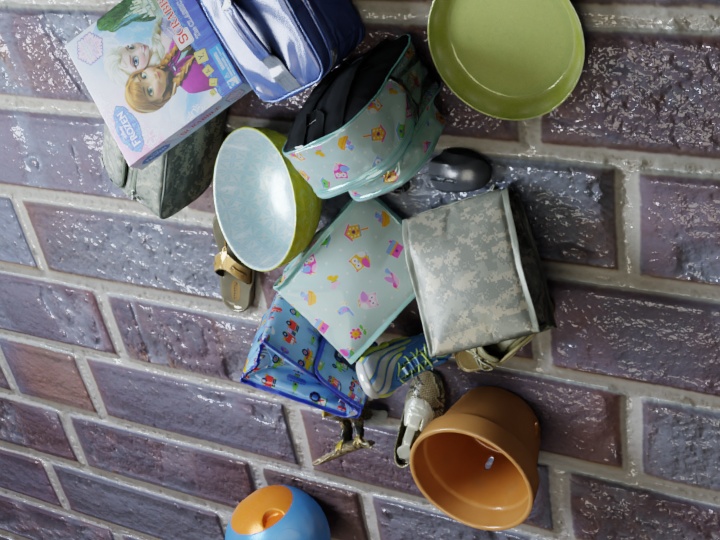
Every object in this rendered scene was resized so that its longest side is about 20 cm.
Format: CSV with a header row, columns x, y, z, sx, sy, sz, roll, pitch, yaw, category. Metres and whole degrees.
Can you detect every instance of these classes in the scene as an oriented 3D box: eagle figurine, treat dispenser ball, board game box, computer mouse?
x,y,z,sx,sy,sz,roll,pitch,yaw,category
-0.040,0.202,1.706,0.151,0.150,0.203,140,111,-79,eagle figurine
-0.154,0.505,1.947,0.198,0.201,0.203,17,132,20,treat dispenser ball
-0.274,-0.276,1.410,0.198,0.041,0.202,-33,80,12,board game box
0.086,-0.127,1.418,0.197,0.034,0.059,-3,123,34,computer mouse

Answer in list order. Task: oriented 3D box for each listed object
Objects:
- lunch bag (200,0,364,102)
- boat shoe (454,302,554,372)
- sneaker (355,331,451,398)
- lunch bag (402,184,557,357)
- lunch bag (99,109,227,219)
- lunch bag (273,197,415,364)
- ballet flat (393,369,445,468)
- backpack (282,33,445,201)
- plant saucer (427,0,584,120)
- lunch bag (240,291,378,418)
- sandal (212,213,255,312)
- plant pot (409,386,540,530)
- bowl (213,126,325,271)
x,y,z,sx,sy,sz,roll,pitch,yaw,category
-0.106,-0.325,1.314,0.135,0.133,0.201,-19,113,40,lunch bag
0.197,0.099,1.504,0.073,0.063,0.200,46,135,-8,boat shoe
0.070,0.125,1.530,0.104,0.200,0.077,-28,88,26,sneaker
0.155,0.000,1.396,0.162,0.117,0.203,-16,85,24,lunch bag
-0.306,-0.202,1.542,0.167,0.139,0.202,36,138,17,lunch bag
0.000,0.000,1.509,0.170,0.122,0.200,43,102,-4,lunch bag
0.090,0.251,1.682,0.067,0.075,0.202,25,133,14,ballet flat
0.003,-0.177,1.314,0.174,0.201,0.154,-16,115,38,backpack
0.176,-0.277,1.247,0.197,0.031,0.202,17,131,20,plant saucer
-0.062,0.133,1.563,0.198,0.151,0.095,27,125,-9,lunch bag
-0.209,-0.003,1.687,0.079,0.054,0.202,20,132,18,sandal
0.190,0.273,1.591,0.197,0.140,0.202,17,132,20,plant pot
-0.113,-0.108,1.490,0.199,0.107,0.204,18,114,46,bowl
